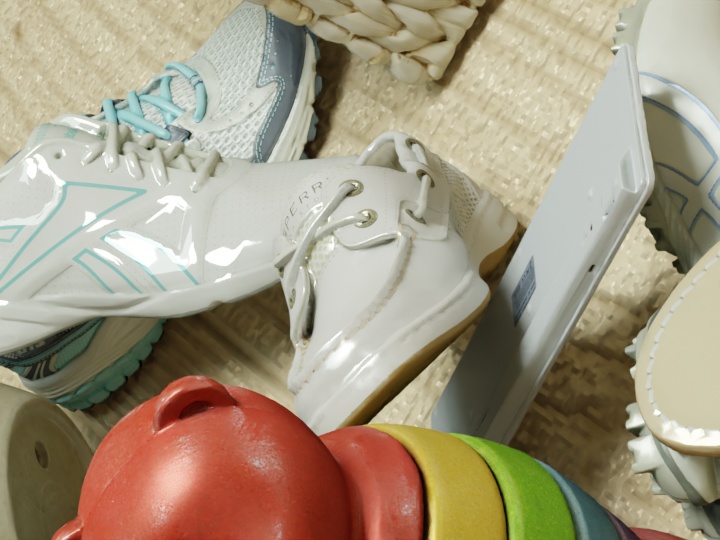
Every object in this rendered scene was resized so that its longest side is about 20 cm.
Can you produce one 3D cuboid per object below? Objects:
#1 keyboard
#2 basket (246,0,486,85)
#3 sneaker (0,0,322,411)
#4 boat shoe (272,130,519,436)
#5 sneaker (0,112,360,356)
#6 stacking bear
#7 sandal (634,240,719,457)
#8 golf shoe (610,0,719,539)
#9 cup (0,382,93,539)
[{"bbox_3d":[0.054,0.013,0.869,0.200,0.011,0.056,115,164,-49],"label":"keyboard"},{"bbox_3d":[-0.037,-0.202,1.048,0.161,0.198,0.200,-58,35,11],"label":"basket"},{"bbox_3d":[-0.093,-0.033,1.104,0.200,0.086,0.078,-54,35,13],"label":"sneaker"},{"bbox_3d":[0.000,0.000,0.890,0.071,0.069,0.200,-42,5,16],"label":"boat shoe"},{"bbox_3d":[-0.089,-0.022,1.037,0.200,0.080,0.070,-12,11,13],"label":"sneaker"},{"bbox_3d":[0.008,0.094,0.779,0.121,0.200,0.114,-47,37,22],"label":"stacking bear"},{"bbox_3d":[0.155,-0.024,0.723,0.211,0.070,0.078,-24,53,18],"label":"sandal"},{"bbox_3d":[0.131,-0.016,0.826,0.097,0.078,0.201,-18,57,25],"label":"golf shoe"},{"bbox_3d":[-0.175,0.116,1.047,0.143,0.200,0.201,-16,51,16],"label":"cup"}]
